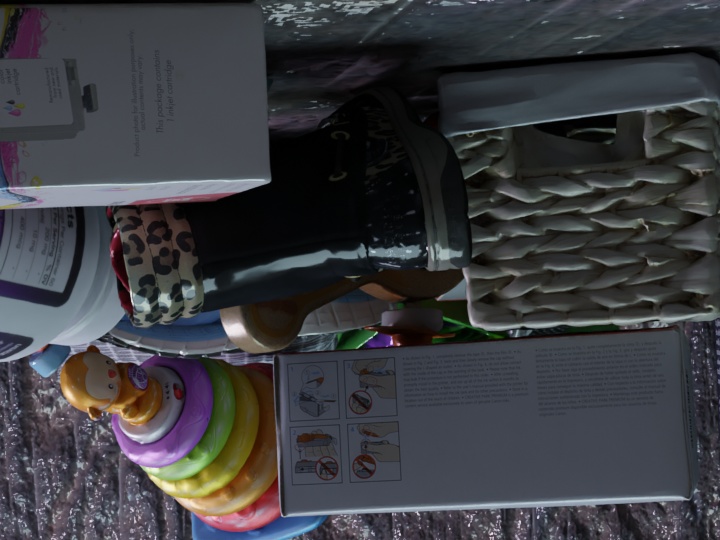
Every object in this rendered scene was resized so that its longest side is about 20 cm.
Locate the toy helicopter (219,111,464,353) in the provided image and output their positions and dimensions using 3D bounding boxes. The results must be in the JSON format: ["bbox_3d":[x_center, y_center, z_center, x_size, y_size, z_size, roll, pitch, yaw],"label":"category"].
[{"bbox_3d":[0.000,0.000,0.927,0.079,0.133,0.200,-4,-161,44],"label":"toy helicopter"}]

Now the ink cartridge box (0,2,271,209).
[{"bbox_3d":[-0.142,-0.056,0.622,0.199,0.068,0.116,-2,179,-15],"label":"ink cartridge box"}]

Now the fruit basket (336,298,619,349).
[{"bbox_3d":[0.090,0.080,1.179,0.215,0.216,0.155,-1,158,-35],"label":"fruit basket"}]

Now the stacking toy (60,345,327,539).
[{"bbox_3d":[-0.106,0.087,1.003,0.109,0.117,0.200,-20,149,26],"label":"stacking toy"}]

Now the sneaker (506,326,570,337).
[{"bbox_3d":[0.172,-0.004,1.061,0.200,0.087,0.080,-43,151,24],"label":"sneaker"}]

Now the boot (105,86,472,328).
[{"bbox_3d":[-0.043,-0.032,0.786,0.153,0.074,0.204,-12,-165,-10],"label":"boot"}]

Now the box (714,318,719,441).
[{"bbox_3d":[0.307,0.000,0.950,0.199,0.199,0.123,-2,-179,-2],"label":"box"}]

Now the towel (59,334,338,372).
[{"bbox_3d":[-0.111,0.030,1.107,0.199,0.086,0.166,-5,169,-4],"label":"towel"}]

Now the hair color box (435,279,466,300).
[{"bbox_3d":[0.127,-0.035,1.129,0.200,0.061,0.102,1,139,-48],"label":"hair color box"}]

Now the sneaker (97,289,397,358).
[{"bbox_3d":[-0.075,-0.003,0.972,0.199,0.090,0.078,-10,-171,-31],"label":"sneaker"}]

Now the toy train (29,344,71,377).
[{"bbox_3d":[-0.247,-0.018,0.955,0.200,0.056,0.150,42,153,-13],"label":"toy train"}]

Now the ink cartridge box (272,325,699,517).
[{"bbox_3d":[0.073,0.080,0.883,0.199,0.084,0.176,-4,174,12],"label":"ink cartridge box"}]

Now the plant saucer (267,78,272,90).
[{"bbox_3d":[-0.139,-0.077,0.823,0.199,0.019,0.070,-5,178,37],"label":"plant saucer"}]

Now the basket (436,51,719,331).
[{"bbox_3d":[0.122,-0.033,0.863,0.135,0.124,0.200,-4,177,14],"label":"basket"}]

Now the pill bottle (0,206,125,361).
[{"bbox_3d":[-0.191,-0.017,0.777,0.111,0.112,0.200,-3,170,28],"label":"pill bottle"}]
